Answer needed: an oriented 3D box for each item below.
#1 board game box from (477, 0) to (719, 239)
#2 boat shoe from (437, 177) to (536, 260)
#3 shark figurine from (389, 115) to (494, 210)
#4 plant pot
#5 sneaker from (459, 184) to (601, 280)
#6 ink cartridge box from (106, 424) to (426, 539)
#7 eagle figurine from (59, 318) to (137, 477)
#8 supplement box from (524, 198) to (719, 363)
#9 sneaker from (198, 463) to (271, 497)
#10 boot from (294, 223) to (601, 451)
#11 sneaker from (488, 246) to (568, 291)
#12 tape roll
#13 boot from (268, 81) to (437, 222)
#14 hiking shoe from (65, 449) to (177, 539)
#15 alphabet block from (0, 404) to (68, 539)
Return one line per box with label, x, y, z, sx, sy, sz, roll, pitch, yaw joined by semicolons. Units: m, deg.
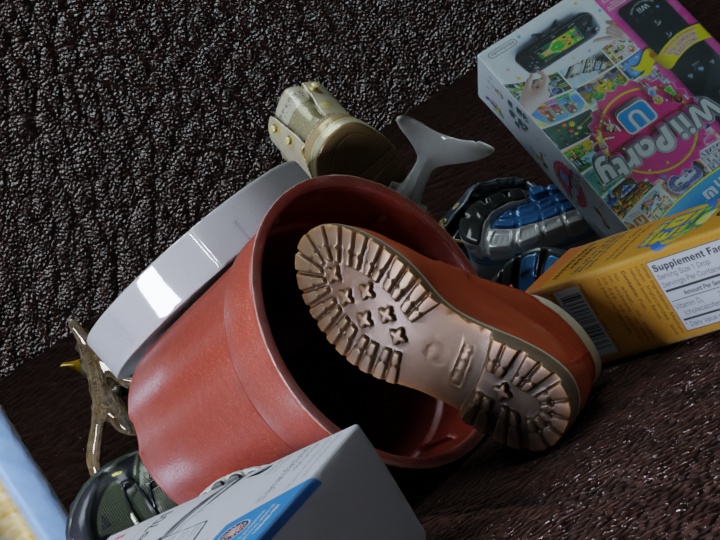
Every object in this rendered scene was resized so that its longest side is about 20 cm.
board game box;0.198;-0.107;1.436;0.147;0.200;0.064;-33;-24;-12
boat shoe;0.067;-0.009;1.582;0.200;0.071;0.091;-31;-31;-47
shark figurine;0.015;-0.008;1.501;0.214;0.089;0.128;-45;-22;-8
plant pot;-0.043;0.071;1.344;0.195;0.201;0.201;-35;3;43
sneaker;0.173;-0.024;1.501;0.199;0.087;0.075;-12;41;-1
ink cartridge box;-0.083;0.182;1.124;0.199;0.086;0.146;-25;10;30
eagle figurine;-0.169;0.078;1.646;0.152;0.151;0.200;-60;-20;11
supplement box;0.194;0.004;1.249;0.200;0.069;0.066;-18;17;50
sneaker;-0.075;0.160;1.268;0.199;0.079;0.090;-26;6;30
boot;0.055;0.030;1.242;0.107;0.200;0.075;-34;-25;-60
sneaker;0.090;0.044;1.453;0.199;0.074;0.082;-24;-12;32
tape roll;-0.109;0.000;1.455;0.203;0.037;0.203;-41;-5;-4
boot;-0.023;-0.096;1.590;0.073;0.156;0.200;-41;-32;2
hiking shoe;-0.133;0.154;1.514;0.200;0.076;0.101;-36;6;-37
alphabet block;-0.339;0.199;1.599;0.196;0.196;0.200;-31;7;-10
